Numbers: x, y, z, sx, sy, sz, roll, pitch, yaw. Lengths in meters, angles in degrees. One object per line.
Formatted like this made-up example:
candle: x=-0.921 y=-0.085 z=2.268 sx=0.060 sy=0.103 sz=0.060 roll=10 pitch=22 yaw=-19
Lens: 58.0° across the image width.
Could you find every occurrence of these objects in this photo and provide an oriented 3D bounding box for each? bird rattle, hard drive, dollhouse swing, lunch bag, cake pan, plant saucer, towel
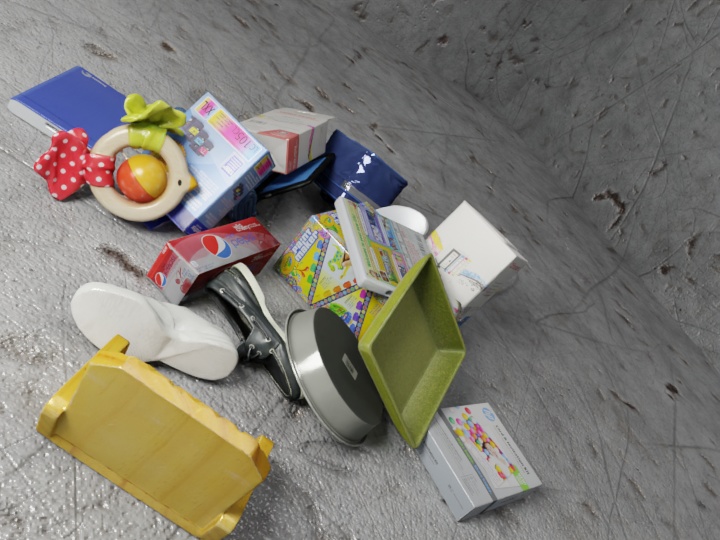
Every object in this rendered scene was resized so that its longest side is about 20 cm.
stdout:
bird rattle: x=-0.310 y=-0.139 z=0.862 sx=0.163 sy=0.200 sz=0.113 roll=57 pitch=-13 yaw=-19
hard drive: x=-0.434 y=-0.251 z=1.017 sx=0.132 sy=0.025 sz=0.200 roll=34 pitch=27 yaw=-13
dollhouse swing: x=-0.166 y=0.129 z=0.621 sx=0.200 sy=0.176 sz=0.182 roll=36 pitch=27 yaw=-6
lunch bag: x=-0.020 y=-0.183 z=1.311 sx=0.136 sy=0.132 sz=0.200 roll=33 pitch=6 yaw=-40
cake pan: x=-0.029 y=0.133 z=0.866 sx=0.200 sy=0.037 sz=0.200 roll=55 pitch=16 yaw=-24
plant saucer: x=0.070 y=0.111 z=0.918 sx=0.200 sy=0.048 sz=0.200 roll=-53 pitch=131 yaw=-39
towel: x=-0.244 y=-0.165 z=1.051 sx=0.049 sy=0.112 sz=0.200 roll=-37 pitch=79 yaw=-20

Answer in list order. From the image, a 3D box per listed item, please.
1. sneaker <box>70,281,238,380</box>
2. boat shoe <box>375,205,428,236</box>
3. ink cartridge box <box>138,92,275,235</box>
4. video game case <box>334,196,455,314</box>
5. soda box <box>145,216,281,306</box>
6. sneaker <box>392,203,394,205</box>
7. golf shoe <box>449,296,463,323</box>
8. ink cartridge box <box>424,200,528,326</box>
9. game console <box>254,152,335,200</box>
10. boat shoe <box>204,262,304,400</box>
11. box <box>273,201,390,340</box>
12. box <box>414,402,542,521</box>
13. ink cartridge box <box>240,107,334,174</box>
sneaker: x=-0.240 y=0.062 z=0.762 sx=0.200 sy=0.075 sz=0.089 roll=32 pitch=15 yaw=-32
boat shoe: x=0.040 y=-0.076 z=1.220 sx=0.068 sy=0.200 sz=0.072 roll=7 pitch=78 yaw=-61
ink cartridge box: x=-0.244 y=-0.140 z=0.955 sx=0.136 sy=0.200 sz=0.076 roll=44 pitch=-4 yaw=9
video game case: x=0.052 y=-0.021 z=1.036 sx=0.182 sy=0.022 sz=0.200 roll=22 pitch=34 yaw=-31
soda box: x=-0.200 y=-0.017 z=0.916 sx=0.063 sy=0.070 sz=0.200 roll=44 pitch=27 yaw=9
sneaker: x=0.043 y=-0.127 z=1.423 sx=0.200 sy=0.075 sz=0.082 roll=56 pitch=16 yaw=15
golf shoe: x=0.101 y=0.097 z=1.077 sx=0.092 sy=0.073 sz=0.200 roll=41 pitch=49 yaw=4
ink cartridge box: x=0.187 y=-0.004 z=1.226 sx=0.145 sy=0.200 sz=0.147 roll=49 pitch=13 yaw=17
game console: x=-0.166 y=-0.202 z=1.192 sx=0.176 sy=0.116 sz=0.200 roll=38 pitch=26 yaw=-6
boat shoe: x=-0.141 y=0.086 z=0.843 sx=0.066 sy=0.075 sz=0.199 roll=-22 pitch=80 yaw=-31
box: x=0.000 y=0.000 z=1.094 sx=0.193 sy=0.122 sz=0.200 roll=46 pitch=28 yaw=11
box: x=0.172 y=0.281 z=0.983 sx=0.200 sy=0.041 sz=0.156 roll=9 pitch=41 yaw=-48
ink cartridge box: x=-0.136 y=-0.242 z=1.186 sx=0.116 sy=0.068 sz=0.200 roll=16 pitch=29 yaw=17
